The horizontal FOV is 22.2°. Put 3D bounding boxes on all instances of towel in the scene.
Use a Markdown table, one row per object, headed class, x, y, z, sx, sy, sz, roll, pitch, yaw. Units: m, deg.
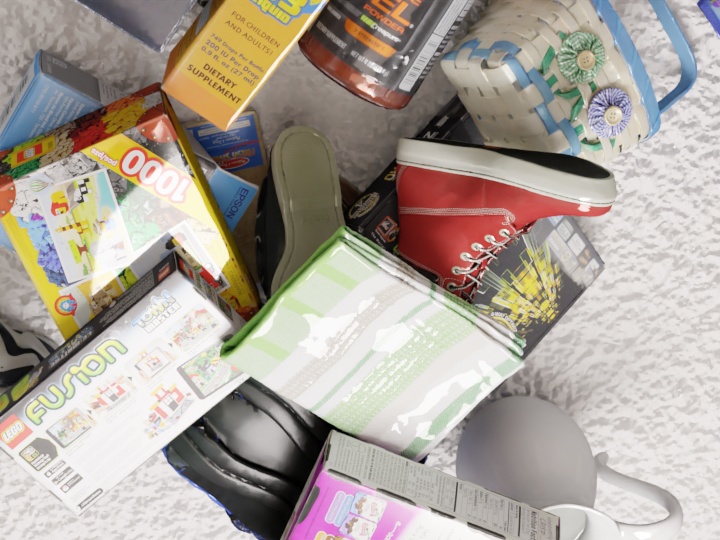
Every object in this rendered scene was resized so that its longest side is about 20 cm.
| class | x | y | z | sx | sy | sz | roll | pitch | yaw |
| --- | --- | --- | --- | --- | --- | --- | --- | --- | --- |
| towel | 0.013 | 0.065 | 1.393 | 0.200 | 0.031 | 0.149 | 31 | 113 | -32 |

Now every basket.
| class | x | y | z | sx | sy | sz | roll | pitch | yaw |
| --- | --- | --- | --- | --- | --- | --- | --- | --- | --- |
| basket | 0.178 | -0.169 | 1.465 | 0.200 | 0.139 | 0.177 | -46 | 117 | -27 |

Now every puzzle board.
| class | x | y | z | sx | sy | sz | roll | pitch | yaw |
| --- | --- | --- | --- | --- | --- | --- | --- | --- | --- |
| puzzle board | -0.168 | -0.044 | 1.525 | 0.199 | 0.017 | 0.152 | -13 | 114 | -3 |

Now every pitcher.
| class | x | y | z | sx | sy | sz | roll | pitch | yaw |
| --- | --- | --- | --- | --- | --- | --- | --- | --- | --- |
| pitcher | 0.174 | 0.187 | 1.580 | 0.170 | 0.200 | 0.122 | -8 | 115 | -6 |

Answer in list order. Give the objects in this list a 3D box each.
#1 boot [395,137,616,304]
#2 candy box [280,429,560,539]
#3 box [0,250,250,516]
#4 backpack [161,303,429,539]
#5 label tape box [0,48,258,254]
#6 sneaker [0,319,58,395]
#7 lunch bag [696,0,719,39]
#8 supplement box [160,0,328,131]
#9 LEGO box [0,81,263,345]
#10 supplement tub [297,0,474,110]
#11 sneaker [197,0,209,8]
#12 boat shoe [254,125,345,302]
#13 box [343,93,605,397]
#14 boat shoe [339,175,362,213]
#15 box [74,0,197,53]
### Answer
| class | x | y | z | sx | sy | sz | roll | pitch | yaw |
| --- | --- | --- | --- | --- | --- | --- | --- | --- | --- |
| boot | 0.106 | -0.021 | 1.395 | 0.072 | 0.199 | 0.145 | -3 | 100 | -47 |
| candy box | 0.042 | 0.225 | 1.449 | 0.199 | 0.061 | 0.137 | 22 | 120 | -5 |
| box | -0.180 | 0.088 | 1.402 | 0.200 | 0.035 | 0.110 | -38 | 116 | 9 |
| backpack | -0.075 | 0.126 | 1.529 | 0.200 | 0.168 | 0.163 | 35 | 100 | -24 |
| label tape box | -0.204 | -0.064 | 1.468 | 0.199 | 0.066 | 0.144 | 27 | 107 | -23 |
| sneaker | -0.329 | 0.079 | 1.492 | 0.199 | 0.130 | 0.080 | 34 | 105 | -21 |
| lunch bag | 0.383 | -0.196 | 1.510 | 0.150 | 0.094 | 0.200 | -34 | 105 | 10 |
| supplement box | -0.068 | -0.204 | 1.369 | 0.066 | 0.069 | 0.200 | 33 | 114 | -15 |
| LEGO box | -0.179 | -0.021 | 1.414 | 0.148 | 0.077 | 0.201 | -24 | 117 | 1 |
| supplement tub | 0.042 | -0.233 | 1.423 | 0.107 | 0.107 | 0.201 | 27 | 107 | -19 |
| sneaker | -0.062 | -0.270 | 1.405 | 0.086 | 0.080 | 0.200 | 38 | 103 | -20 |
| boat shoe | -0.050 | -0.010 | 1.459 | 0.074 | 0.066 | 0.201 | -5 | 81 | -22 |
| box | 0.094 | -0.020 | 1.526 | 0.161 | 0.049 | 0.200 | -46 | 116 | -18 |
| boat shoe | 0.000 | 0.000 | 1.539 | 0.076 | 0.072 | 0.200 | -33 | 115 | 7 |
| box | -0.139 | -0.292 | 1.317 | 0.117 | 0.197 | 0.200 | 30 | 107 | -19 |
